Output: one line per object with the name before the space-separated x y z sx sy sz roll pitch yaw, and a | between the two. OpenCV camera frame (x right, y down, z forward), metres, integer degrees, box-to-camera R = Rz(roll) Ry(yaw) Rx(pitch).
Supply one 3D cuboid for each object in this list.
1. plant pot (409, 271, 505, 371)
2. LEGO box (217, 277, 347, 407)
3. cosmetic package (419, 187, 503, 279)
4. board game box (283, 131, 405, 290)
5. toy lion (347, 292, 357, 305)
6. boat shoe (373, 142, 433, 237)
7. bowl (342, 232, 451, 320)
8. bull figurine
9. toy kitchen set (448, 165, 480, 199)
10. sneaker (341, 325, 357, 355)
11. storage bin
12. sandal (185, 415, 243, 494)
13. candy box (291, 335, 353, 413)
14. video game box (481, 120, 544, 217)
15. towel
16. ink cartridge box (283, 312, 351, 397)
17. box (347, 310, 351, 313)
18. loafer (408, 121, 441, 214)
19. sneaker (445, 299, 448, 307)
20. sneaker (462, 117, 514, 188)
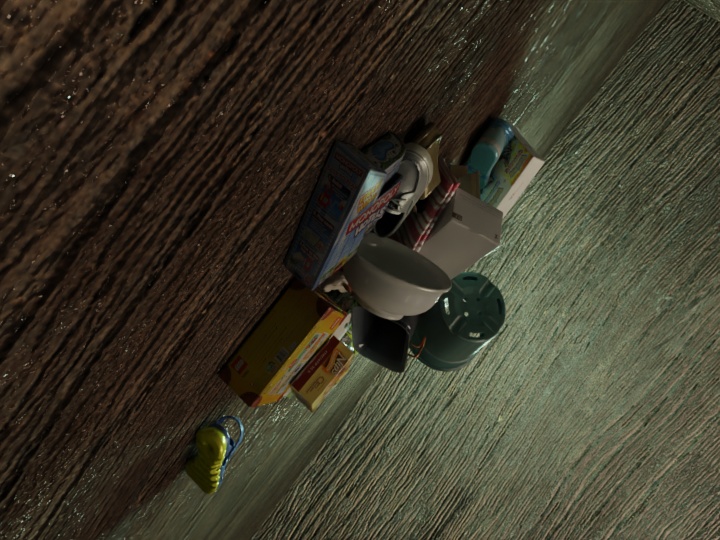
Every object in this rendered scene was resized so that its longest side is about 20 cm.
plant pot | 0.215 0.105 1.158 0.200 0.200 0.197 -45 174 -22
LEGO box | -0.121 0.121 0.874 0.201 0.077 0.149 -51 167 -2
cosmetic package | 0.170 -0.058 1.010 0.200 0.111 0.082 -42 -153 54
board game box | -0.005 -0.101 0.721 0.200 0.061 0.201 -41 164 -38
toy lion | 0.062 0.096 1.228 0.199 0.068 0.196 -30 124 -42
boat shoe | 0.063 -0.119 0.858 0.072 0.069 0.202 -60 176 -30
bowl | 0.046 0.018 0.879 0.092 0.199 0.200 -64 163 19
bull figurine | 0.000 0.000 0.997 0.199 0.065 0.122 -41 166 -33
toy kitchen set | 0.157 -0.140 1.142 0.164 0.176 0.205 93 -2 -73
sneaker | -0.051 0.185 1.330 0.080 0.074 0.201 -36 157 -17
storage bin | 0.074 0.094 1.062 0.135 0.143 0.202 -57 162 -30
sandal | -0.268 0.343 0.982 0.087 0.079 0.202 -39 164 -51
candy box | -0.072 0.202 0.996 0.116 0.055 0.200 -47 171 -17
video game box | 0.340 -0.239 1.294 0.046 0.184 0.202 11 127 -29
towel | 0.119 -0.108 1.005 0.202 0.029 0.147 -61 -162 24
ink cartridge box | -0.103 0.148 1.031 0.201 0.067 0.117 -48 168 -11
box | 0.029 0.120 1.375 0.095 0.077 0.200 -50 167 -6
loafer | 0.107 -0.169 0.896 0.076 0.067 0.201 -47 168 -22
sneaker | 0.167 0.001 1.342 0.077 0.145 0.204 -48 140 -21
sneaker | 0.308 -0.283 1.261 0.132 0.079 0.200 -54 177 -19
